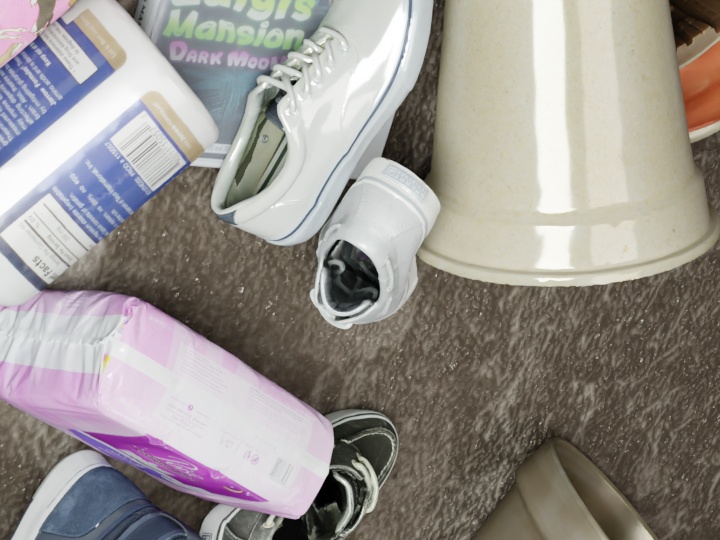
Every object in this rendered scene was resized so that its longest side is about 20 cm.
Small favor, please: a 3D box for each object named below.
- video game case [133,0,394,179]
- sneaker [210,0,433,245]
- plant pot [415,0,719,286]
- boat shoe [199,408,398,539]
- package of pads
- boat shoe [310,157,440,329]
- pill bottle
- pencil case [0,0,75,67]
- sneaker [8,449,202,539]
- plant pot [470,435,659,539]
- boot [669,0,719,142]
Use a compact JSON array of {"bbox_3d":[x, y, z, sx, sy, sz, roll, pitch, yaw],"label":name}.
[{"bbox_3d":[-0.046,-0.146,1.260,0.200,0.023,0.182,3,113,-38],"label":"video game case"},{"bbox_3d":[-0.023,-0.104,1.235,0.071,0.073,0.200,9,111,-49],"label":"sneaker"},{"bbox_3d":[0.123,-0.110,1.313,0.200,0.200,0.184,-16,114,-29],"label":"plant pot"},{"bbox_3d":[-0.022,0.150,1.381,0.200,0.064,0.071,-36,114,-49],"label":"boat shoe"},{"bbox_3d":[-0.120,0.079,1.265,0.200,0.120,0.076,35,69,-43],"label":"package of pads"},{"bbox_3d":[0.000,0.000,1.290,0.069,0.072,0.200,-52,-179,-21],"label":"boat shoe"},{"bbox_3d":[-0.184,-0.052,1.143,0.200,0.111,0.111,-40,133,-3],"label":"pill bottle"},{"bbox_3d":[-0.168,-0.190,1.100,0.200,0.083,0.087,-46,145,-5],"label":"pencil case"},{"bbox_3d":[-0.165,0.226,1.247,0.077,0.146,0.203,27,92,-56],"label":"sneaker"},{"bbox_3d":[0.138,0.252,1.543,0.173,0.200,0.200,-40,135,11],"label":"plant pot"},{"bbox_3d":[0.264,-0.162,1.461,0.200,0.075,0.107,-29,133,-10],"label":"boot"}]
